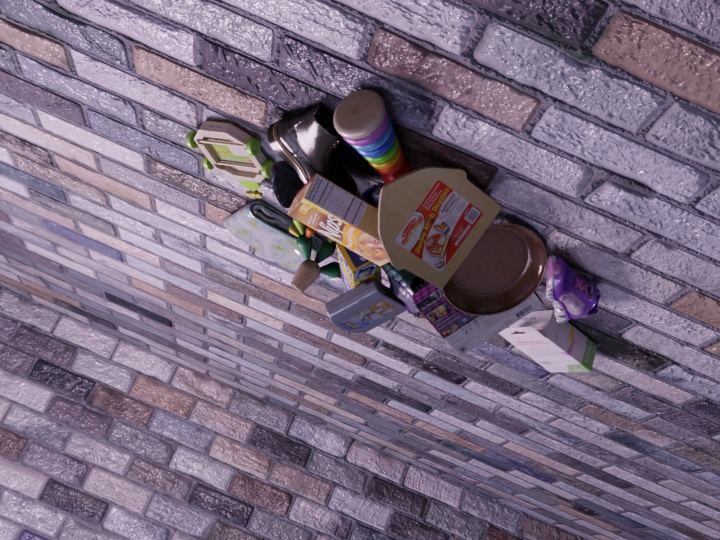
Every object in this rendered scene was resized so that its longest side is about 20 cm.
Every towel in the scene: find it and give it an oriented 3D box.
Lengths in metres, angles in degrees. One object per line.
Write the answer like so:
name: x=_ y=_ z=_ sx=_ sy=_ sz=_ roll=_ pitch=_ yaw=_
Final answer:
towel: x=-0.196 y=-0.076 z=1.815 sx=0.199 sy=0.049 sz=0.171 roll=33 pitch=154 yaw=-21

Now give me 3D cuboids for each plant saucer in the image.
plant saucer: x=0.237 y=-0.008 z=1.467 sx=0.198 sy=0.037 sz=0.202 roll=-6 pitch=126 yaw=-8

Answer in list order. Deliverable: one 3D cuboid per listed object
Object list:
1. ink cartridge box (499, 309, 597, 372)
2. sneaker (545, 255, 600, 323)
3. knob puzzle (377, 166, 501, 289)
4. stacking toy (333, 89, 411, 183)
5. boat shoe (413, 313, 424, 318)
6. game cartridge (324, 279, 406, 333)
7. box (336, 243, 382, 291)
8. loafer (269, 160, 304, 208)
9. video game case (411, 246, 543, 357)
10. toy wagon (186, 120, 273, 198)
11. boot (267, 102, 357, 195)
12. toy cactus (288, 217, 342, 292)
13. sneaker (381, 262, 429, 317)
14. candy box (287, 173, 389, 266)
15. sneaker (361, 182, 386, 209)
ink cartridge box: x=0.393 y=0.142 z=1.717 sx=0.199 sy=0.068 sz=0.117 roll=35 pitch=155 yaw=-29
sneaker: x=0.392 y=0.034 z=1.486 sx=0.088 sy=0.081 sz=0.200 roll=2 pitch=155 yaw=26
knob puzzle: x=0.111 y=-0.089 z=1.361 sx=0.219 sy=0.220 sz=0.030 roll=34 pitch=-171 yaw=-25
stacking toy: x=0.030 y=-0.199 z=1.310 sx=0.085 sy=0.086 sz=0.200 roll=10 pitch=158 yaw=27
boat shoe: x=0.141 y=0.013 z=1.669 sx=0.071 sy=0.068 sz=0.201 roll=12 pitch=138 yaw=3
game cartridge: x=0.011 y=0.079 z=1.652 sx=0.132 sy=0.042 sz=0.200 roll=-33 pitch=157 yaw=13
box: x=0.000 y=0.000 z=1.606 sx=0.070 sy=0.064 sz=0.200 roll=59 pitch=172 yaw=20
loafer: x=-0.124 y=-0.155 z=1.514 sx=0.073 sy=0.072 sz=0.200 roll=60 pitch=-177 yaw=27
video game case: x=0.226 y=0.057 z=1.555 sx=0.199 sy=0.036 sz=0.181 roll=-34 pitch=126 yaw=13
toy wagon: x=-0.240 y=-0.213 z=1.571 sx=0.154 sy=0.040 sz=0.200 roll=11 pitch=155 yaw=26
boot: x=-0.050 y=-0.196 z=1.396 sx=0.199 sy=0.078 sz=0.138 roll=36 pitch=149 yaw=-30
toy cactus: x=-0.090 y=-0.033 z=1.678 sx=0.102 sy=0.166 sz=0.200 roll=25 pitch=163 yaw=48
sneaker: x=0.065 y=0.004 z=1.614 sx=0.201 sy=0.074 sz=0.088 roll=55 pitch=145 yaw=11
candy box: x=-0.019 y=-0.085 z=1.416 sx=0.199 sy=0.056 sz=0.115 roll=28 pitch=162 yaw=-13
sneaker: x=0.035 y=-0.120 z=1.463 sx=0.078 sy=0.076 sz=0.200 roll=29 pitch=162 yaw=-11
